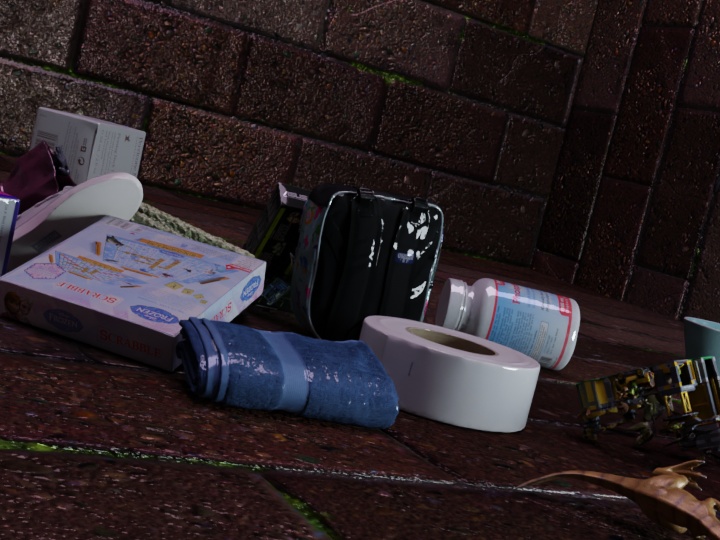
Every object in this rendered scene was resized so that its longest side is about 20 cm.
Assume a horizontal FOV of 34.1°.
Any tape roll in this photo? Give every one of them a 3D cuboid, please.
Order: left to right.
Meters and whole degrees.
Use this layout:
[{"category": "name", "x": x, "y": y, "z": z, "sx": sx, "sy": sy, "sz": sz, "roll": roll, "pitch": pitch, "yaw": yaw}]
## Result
[{"category": "tape roll", "x": 0.090, "y": 0.109, "z": 1.263, "sx": 0.199, "sy": 0.072, "sz": 0.202, "roll": 15, "pitch": 6, "yaw": -2}]

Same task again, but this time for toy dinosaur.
[{"category": "toy dinosaur", "x": 0.240, "y": 0.183, "z": 0.954, "sx": 0.198, "sy": 0.061, "sz": 0.106, "roll": 19, "pitch": 8, "yaw": 39}]

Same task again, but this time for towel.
[{"category": "towel", "x": -0.218, "y": -0.014, "z": 1.460, "sx": 0.198, "sy": 0.037, "sz": 0.149, "roll": 27, "pitch": -27, "yaw": -1}, {"category": "towel", "x": -0.065, "y": 0.091, "z": 1.064, "sx": 0.198, "sy": 0.049, "sz": 0.112, "roll": 13, "pitch": 18, "yaw": -26}]

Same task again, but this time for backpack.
[{"category": "backpack", "x": 0.000, "y": 0.000, "z": 1.456, "sx": 0.175, "sy": 0.203, "sz": 0.150, "roll": 7, "pitch": 4, "yaw": -23}]

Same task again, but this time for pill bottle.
[{"category": "pill bottle", "x": 0.216, "y": 0.074, "z": 1.739, "sx": 0.197, "sy": 0.110, "sz": 0.109, "roll": 14, "pitch": 5, "yaw": -7}]

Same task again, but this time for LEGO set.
[{"category": "LEGO set", "x": 0.331, "y": 0.167, "z": 1.299, "sx": 0.152, "sy": 0.118, "sz": 0.199, "roll": -16, "pitch": -11, "yaw": 22}]

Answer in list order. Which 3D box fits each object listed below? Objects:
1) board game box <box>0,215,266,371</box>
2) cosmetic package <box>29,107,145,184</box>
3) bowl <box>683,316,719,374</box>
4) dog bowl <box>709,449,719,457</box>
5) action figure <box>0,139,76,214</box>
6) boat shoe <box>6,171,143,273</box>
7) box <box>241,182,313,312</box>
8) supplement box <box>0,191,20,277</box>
[{"category": "board game box", "x": -0.226, "y": 0.017, "z": 1.186, "sx": 0.197, "sy": 0.042, "sz": 0.199, "roll": 16, "pitch": 26, "yaw": 17}, {"category": "cosmetic package", "x": -0.604, "y": -0.252, "z": 2.581, "sx": 0.164, "sy": 0.170, "sz": 0.200, "roll": 15, "pitch": 6, "yaw": 19}, {"category": "bowl", "x": 0.652, "y": 0.158, "z": 2.054, "sx": 0.198, "sy": 0.107, "sz": 0.201, "roll": 14, "pitch": 5, "yaw": -1}, {"category": "dog bowl", "x": 0.498, "y": 0.199, "z": 1.403, "sx": 0.197, "sy": 0.075, "sz": 0.200, "roll": 14, "pitch": 6, "yaw": -1}, {"category": "action figure", "x": -0.487, "y": -0.097, "z": 1.618, "sx": 0.197, "sy": 0.135, "sz": 0.150, "roll": -19, "pitch": -38, "yaw": 6}, {"category": "boat shoe", "x": -0.333, "y": -0.060, "z": 1.320, "sx": 0.072, "sy": 0.199, "sz": 0.069, "roll": 44, "pitch": 18, "yaw": -40}, {"category": "box", "x": -0.061, "y": -0.018, "z": 1.590, "sx": 0.191, "sy": 0.201, "sz": 0.048, "roll": 13, "pitch": 45, "yaw": -22}, {"category": "supplement box", "x": -0.473, "y": -0.055, "z": 1.278, "sx": 0.198, "sy": 0.103, "sz": 0.103, "roll": 18, "pitch": 7, "yaw": 42}]
